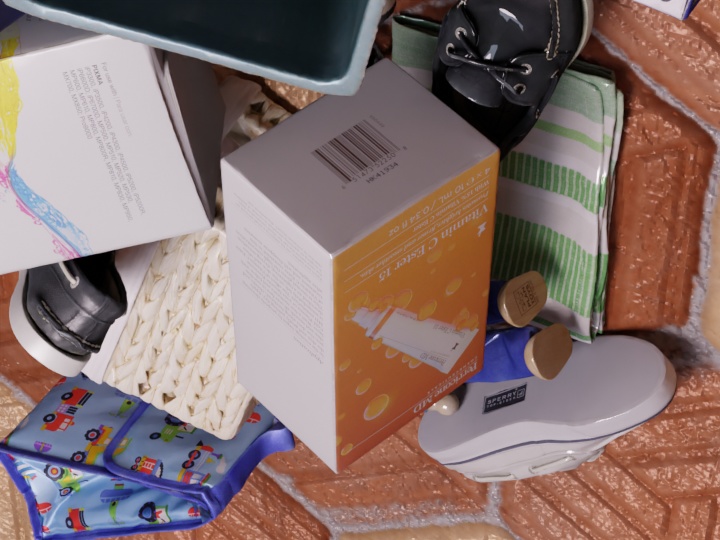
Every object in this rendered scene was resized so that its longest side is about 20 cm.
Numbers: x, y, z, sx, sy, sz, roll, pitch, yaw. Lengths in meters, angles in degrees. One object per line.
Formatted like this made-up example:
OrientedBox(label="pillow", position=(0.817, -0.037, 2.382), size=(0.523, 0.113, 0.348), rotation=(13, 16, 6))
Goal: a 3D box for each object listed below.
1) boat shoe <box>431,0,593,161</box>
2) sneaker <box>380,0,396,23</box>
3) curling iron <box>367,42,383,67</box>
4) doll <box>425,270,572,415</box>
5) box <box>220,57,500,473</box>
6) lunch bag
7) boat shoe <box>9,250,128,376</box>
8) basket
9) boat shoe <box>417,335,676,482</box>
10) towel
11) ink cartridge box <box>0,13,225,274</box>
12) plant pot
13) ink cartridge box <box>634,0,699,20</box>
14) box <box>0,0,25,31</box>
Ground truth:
OrientedBox(label="boat shoe", position=(0.074, -0.113, 1.139), size=(0.074, 0.066, 0.199), rotation=(32, 155, 4))
OrientedBox(label="sneaker", position=(-0.060, -0.218, 1.207), size=(0.200, 0.070, 0.093), rotation=(36, 142, 7))
OrientedBox(label="curling iron", position=(-0.062, -0.185, 1.265), size=(0.200, 0.026, 0.050), rotation=(41, 173, 2))
OrientedBox(label="doll", position=(0.038, 0.038, 1.338), size=(0.200, 0.048, 0.137), rotation=(-10, 115, 44))
OrientedBox(label="box", position=(0.000, 0.000, 1.191), size=(0.097, 0.124, 0.200), rotation=(41, 152, 29))
OrientedBox(label="lunch bag", position=(-0.131, 0.121, 1.468), size=(0.200, 0.151, 0.094), rotation=(0, 124, 33))
OrientedBox(label="boat shoe", position=(-0.178, -0.012, 1.270), size=(0.076, 0.200, 0.060), rotation=(34, 109, -33))
OrientedBox(label="basket", position=(-0.087, -0.003, 1.355), size=(0.123, 0.136, 0.200), rotation=(31, 136, 5))
OrientedBox(label="boat shoe", position=(0.130, 0.100, 1.346), size=(0.200, 0.072, 0.066), rotation=(-23, 131, 36))
OrientedBox(label="towel", position=(0.087, -0.053, 1.281), size=(0.152, 0.023, 0.200), rotation=(17, 132, 22))
OrientedBox(label="ink cartridge box", position=(-0.191, -0.099, 1.202), size=(0.199, 0.145, 0.145), rotation=(-12, 125, 8))
OrientedBox(label="plant pot", position=(-0.061, -0.247, 1.074), size=(0.196, 0.200, 0.196), rotation=(14, 141, -4))
OrientedBox(label="ink cartridge box", position=(0.135, -0.223, 1.076), size=(0.200, 0.076, 0.137), rotation=(25, 135, 15))
OrientedBox(label="box", position=(-0.205, -0.182, 1.162), size=(0.121, 0.200, 0.032), rotation=(15, 135, 41))
